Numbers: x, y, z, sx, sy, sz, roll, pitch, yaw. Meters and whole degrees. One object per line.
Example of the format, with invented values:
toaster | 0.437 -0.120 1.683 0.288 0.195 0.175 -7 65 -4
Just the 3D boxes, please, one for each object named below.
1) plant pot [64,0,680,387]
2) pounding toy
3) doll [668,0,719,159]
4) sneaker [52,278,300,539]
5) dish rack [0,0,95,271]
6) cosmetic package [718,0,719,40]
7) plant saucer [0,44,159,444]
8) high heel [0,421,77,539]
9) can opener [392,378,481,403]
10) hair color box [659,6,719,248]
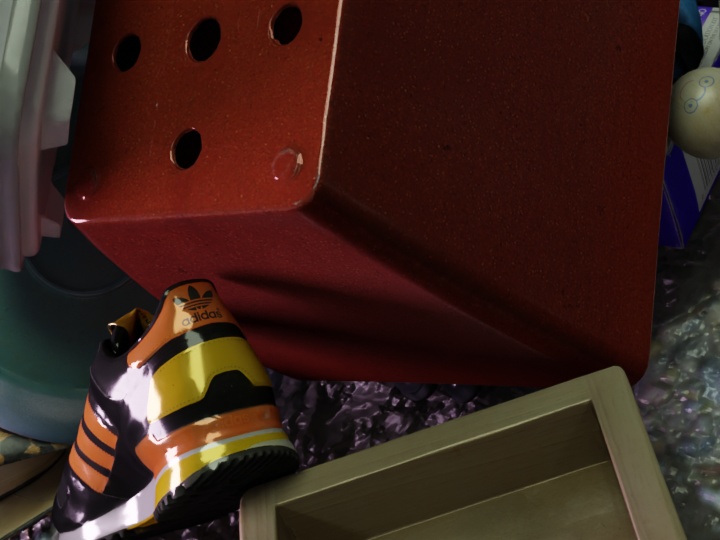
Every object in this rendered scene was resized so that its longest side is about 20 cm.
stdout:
plant pot | -0.005 -0.066 0.608 0.199 0.176 0.201 -2 76 40
pounding toy | 0.044 0.173 0.524 0.183 0.142 0.200 -19 34 7
doll | 0.095 -0.094 0.695 0.200 0.048 0.137 27 75 37
sneaker | -0.089 0.065 0.640 0.070 0.200 0.090 -10 77 -29
dish rack | -0.133 -0.092 0.609 0.043 0.200 0.172 8 73 -11
cosmetic package | 0.261 -0.150 0.642 0.199 0.088 0.103 2 18 20
plant saucer | -0.131 -0.017 0.713 0.199 0.027 0.201 1 82 -5
high heel | -0.200 0.135 0.699 0.142 0.072 0.200 -2 45 25
can opener | 0.000 0.000 0.746 0.063 0.079 0.200 -7 36 -36
hair color box | 0.089 -0.086 0.768 0.199 0.065 0.109 11 57 34
